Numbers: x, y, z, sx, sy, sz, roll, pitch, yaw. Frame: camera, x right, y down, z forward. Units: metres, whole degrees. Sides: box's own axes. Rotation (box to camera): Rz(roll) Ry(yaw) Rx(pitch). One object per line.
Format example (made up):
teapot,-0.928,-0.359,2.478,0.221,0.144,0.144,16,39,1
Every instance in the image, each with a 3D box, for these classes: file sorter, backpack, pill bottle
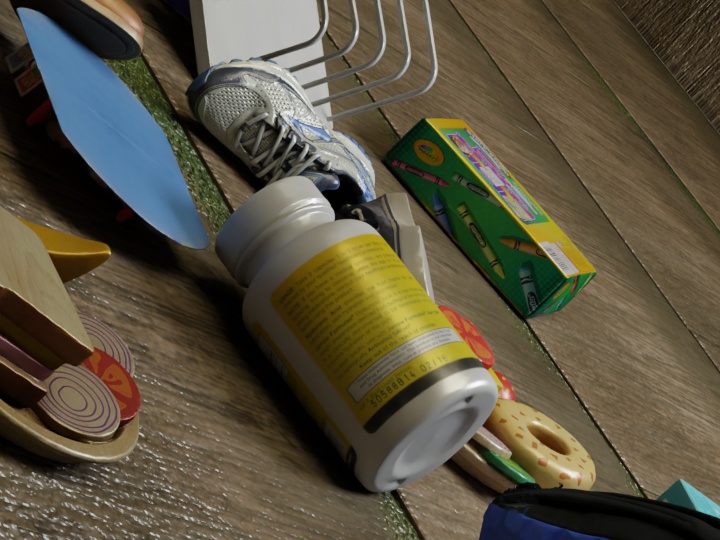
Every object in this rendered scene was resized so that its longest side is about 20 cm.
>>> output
file sorter,-0.040,-0.216,2.087,0.200,0.124,0.140,17,61,-59
backpack,0.159,0.220,1.546,0.199,0.169,0.162,17,-2,27
pill bottle,-0.009,0.037,1.654,0.200,0.111,0.111,52,17,20

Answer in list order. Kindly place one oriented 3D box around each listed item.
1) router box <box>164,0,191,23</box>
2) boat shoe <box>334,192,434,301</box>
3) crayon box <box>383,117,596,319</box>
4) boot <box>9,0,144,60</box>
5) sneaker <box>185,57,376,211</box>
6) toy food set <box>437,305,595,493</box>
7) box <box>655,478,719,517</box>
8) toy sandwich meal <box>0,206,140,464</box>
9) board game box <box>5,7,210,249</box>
router box,-0.195,-0.313,2.159,0.200,0.049,0.180,39,17,-25
boat shoe,0.000,0.000,1.786,0.200,0.092,0.075,-106,-175,-76
crayon box,0.120,-0.050,2.302,0.200,0.058,0.119,49,16,11
boot,-0.207,-0.249,1.755,0.199,0.156,0.077,30,-29,4
sneaker,-0.051,-0.091,1.936,0.200,0.077,0.085,33,24,-37
toy food set,0.082,0.091,1.869,0.198,0.049,0.200,24,27,-53
box,0.290,0.246,1.959,0.200,0.082,0.049,36,17,-32
toy sandwich meal,-0.180,0.016,1.338,0.205,0.070,0.205,42,16,-15
board game box,-0.175,-0.082,1.662,0.158,0.039,0.200,40,18,-44
